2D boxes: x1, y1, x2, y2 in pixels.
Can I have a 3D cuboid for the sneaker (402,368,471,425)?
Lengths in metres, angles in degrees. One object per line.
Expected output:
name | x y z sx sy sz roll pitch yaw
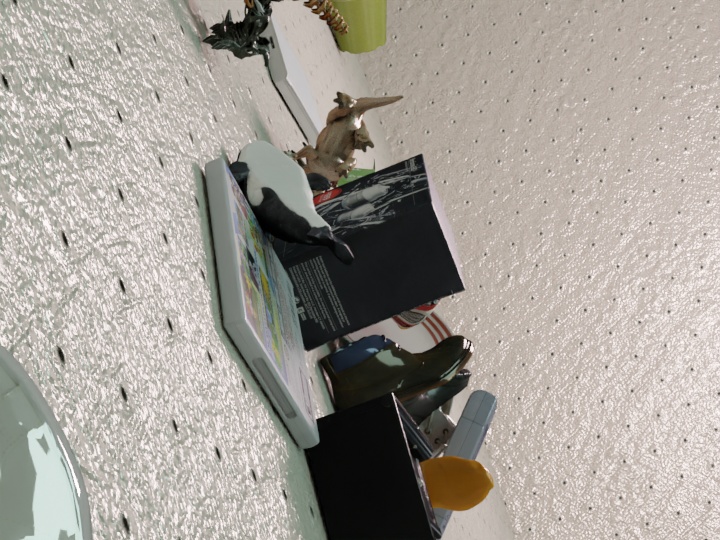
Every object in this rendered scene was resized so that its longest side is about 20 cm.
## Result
sneaker | 0.064 0.153 1.633 0.199 0.075 0.092 -9 121 -52

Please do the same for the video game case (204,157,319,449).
video game case | -0.088 0.029 1.181 0.183 0.022 0.202 64 10 -45

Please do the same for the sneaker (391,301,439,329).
sneaker | 0.000 0.000 1.592 0.199 0.083 0.078 39 46 9

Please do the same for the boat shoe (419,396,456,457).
boat shoe | 0.094 0.202 1.706 0.071 0.068 0.203 60 39 -65

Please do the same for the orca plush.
orca plush | -0.072 -0.051 1.290 0.200 0.104 0.072 39 -55 39

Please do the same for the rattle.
rattle | 0.085 0.236 1.492 0.200 0.141 0.132 56 16 -62

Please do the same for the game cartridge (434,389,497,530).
game cartridge | 0.114 0.245 1.624 0.133 0.040 0.202 83 32 -78

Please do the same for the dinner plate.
dinner plate | 0.032 0.070 1.614 0.198 0.024 0.201 25 25 -13

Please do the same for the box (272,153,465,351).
box | 0.007 -0.025 1.431 0.200 0.180 0.105 -93 162 -71

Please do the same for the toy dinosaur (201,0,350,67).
toy dinosaur | -0.111 -0.299 1.425 0.198 0.137 0.102 30 17 13

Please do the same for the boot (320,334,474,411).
boot | 0.043 0.098 1.479 0.074 0.199 0.098 -22 -81 53

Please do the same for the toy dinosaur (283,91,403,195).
toy dinosaur | -0.031 -0.163 1.697 0.086 0.201 0.136 39 6 -1

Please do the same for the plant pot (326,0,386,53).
plant pot | -0.009 -0.643 3.268 0.201 0.197 0.192 -98 179 -63

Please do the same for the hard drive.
hard drive | -0.104 -0.286 1.971 0.200 0.026 0.133 56 16 -64

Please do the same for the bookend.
bookend | 0.034 0.246 1.247 0.199 0.091 0.202 58 15 -64

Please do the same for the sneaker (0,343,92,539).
sneaker | -0.124 0.105 0.411 0.085 0.072 0.203 57 16 -73

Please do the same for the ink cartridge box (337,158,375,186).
ink cartridge box | -0.011 -0.079 1.827 0.200 0.058 0.105 -92 -173 -68
